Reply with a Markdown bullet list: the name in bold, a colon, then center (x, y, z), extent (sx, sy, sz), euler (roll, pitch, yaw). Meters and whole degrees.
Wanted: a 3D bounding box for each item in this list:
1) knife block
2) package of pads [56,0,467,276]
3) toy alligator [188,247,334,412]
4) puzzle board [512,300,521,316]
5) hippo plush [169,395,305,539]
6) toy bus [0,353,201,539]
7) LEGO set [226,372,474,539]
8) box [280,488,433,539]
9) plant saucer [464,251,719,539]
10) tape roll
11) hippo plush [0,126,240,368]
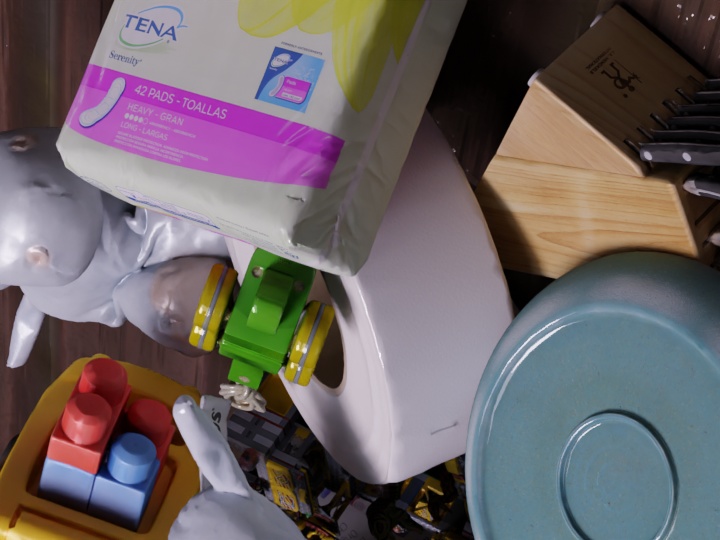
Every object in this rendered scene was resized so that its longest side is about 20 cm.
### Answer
- **knife block**: center (0.145, -0.022, 1.200), extent (0.176, 0.064, 0.200), euler (43, 149, 10)
- **package of pads**: center (-0.036, -0.112, 1.206), extent (0.154, 0.200, 0.068), euler (19, 174, 38)
- **toy alligator**: center (-0.044, 0.021, 1.271), extent (0.059, 0.054, 0.200), euler (21, 165, 0)
- **puzzle board**: center (0.009, 0.007, 1.455), extent (0.151, 0.017, 0.200), euler (56, 148, -12)
- **hippo plush**: center (-0.011, 0.170, 1.298), extent (0.161, 0.200, 0.159), euler (9, 179, 7)
- **toy bus**: center (-0.135, 0.114, 1.419), extent (0.136, 0.200, 0.192), euler (18, 127, 2)
- **LEGO set**: center (0.003, 0.120, 1.461), extent (0.154, 0.116, 0.200), euler (28, 152, 14)
- **box**: center (-0.007, 0.222, 1.636), extent (0.200, 0.105, 0.184), euler (36, 148, 20)
- **plant saucer**: center (0.116, 0.092, 1.172), extent (0.200, 0.027, 0.200), euler (2, 94, 42)
- **tape roll**: center (0.000, 0.000, 1.307), extent (0.202, 0.071, 0.203), euler (55, 158, 35)
- **hippo plush**: center (-0.161, -0.043, 1.420), extent (0.200, 0.159, 0.161), euler (-3, 165, 41)
